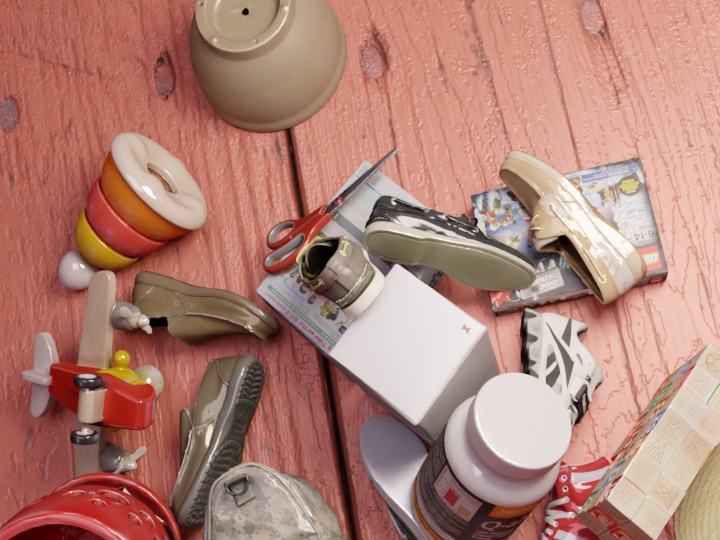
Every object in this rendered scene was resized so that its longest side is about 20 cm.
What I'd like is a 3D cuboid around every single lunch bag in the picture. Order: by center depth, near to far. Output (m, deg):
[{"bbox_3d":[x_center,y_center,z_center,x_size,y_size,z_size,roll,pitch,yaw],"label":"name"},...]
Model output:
[{"bbox_3d":[-0.082,0.284,1.106,0.137,0.200,0.170,-22,74,1],"label":"lunch bag"}]

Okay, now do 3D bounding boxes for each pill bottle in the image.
[{"bbox_3d":[0.125,0.189,1.044,0.114,0.201,0.118,7,55,-10],"label":"pill bottle"}]

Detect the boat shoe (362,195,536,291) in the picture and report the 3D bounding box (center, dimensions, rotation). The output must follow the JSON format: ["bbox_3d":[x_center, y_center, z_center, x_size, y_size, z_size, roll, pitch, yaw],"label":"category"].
[{"bbox_3d":[0.099,-0.034,1.169,0.196,0.075,0.067,12,55,-7],"label":"boat shoe"}]

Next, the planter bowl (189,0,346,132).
[{"bbox_3d":[-0.125,-0.288,1.317,0.196,0.135,0.204,-3,73,11],"label":"planter bowl"}]

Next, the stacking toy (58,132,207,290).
[{"bbox_3d":[-0.295,-0.053,1.305,0.200,0.146,0.147,-42,69,16],"label":"stacking toy"}]

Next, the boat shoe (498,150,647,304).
[{"bbox_3d":[0.214,-0.046,1.163,0.069,0.074,0.200,-42,71,-9],"label":"boat shoe"}]

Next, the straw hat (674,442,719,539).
[{"bbox_3d":[0.411,0.242,1.072,0.197,0.085,0.205,-4,73,11],"label":"straw hat"}]

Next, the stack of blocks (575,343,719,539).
[{"bbox_3d":[0.296,0.180,1.067,0.058,0.116,0.200,38,66,8],"label":"stack of blocks"}]

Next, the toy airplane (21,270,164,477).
[{"bbox_3d":[-0.295,0.133,1.237,0.201,0.139,0.201,-51,53,39],"label":"toy airplane"}]

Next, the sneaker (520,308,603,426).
[{"bbox_3d":[0.214,0.127,1.134,0.087,0.075,0.203,4,53,2],"label":"sneaker"}]

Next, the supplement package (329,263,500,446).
[{"bbox_3d":[0.063,0.097,1.127,0.117,0.200,0.117,36,82,19],"label":"supplement package"}]

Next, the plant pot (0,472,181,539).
[{"bbox_3d":[-0.280,0.315,1.121,0.196,0.183,0.205,1,99,5],"label":"plant pot"}]

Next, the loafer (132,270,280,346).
[{"bbox_3d":[-0.184,0.056,1.262,0.197,0.076,0.069,13,77,26],"label":"loafer"}]

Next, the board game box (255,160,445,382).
[{"bbox_3d":[0.000,0.000,1.243,0.147,0.064,0.201,39,83,20],"label":"board game box"}]

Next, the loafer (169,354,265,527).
[{"bbox_3d":[-0.170,0.189,1.224,0.069,0.075,0.203,12,71,27],"label":"loafer"}]

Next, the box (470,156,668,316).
[{"bbox_3d":[0.232,-0.038,1.217,0.196,0.040,0.139,-13,72,8],"label":"box"}]

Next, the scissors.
[{"bbox_3d":[-0.032,-0.064,1.218,0.198,0.014,0.074,-31,37,17],"label":"scissors"}]

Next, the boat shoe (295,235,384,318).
[{"bbox_3d":[-0.031,-0.006,1.119,0.060,0.202,0.072,41,88,-17],"label":"boat shoe"}]

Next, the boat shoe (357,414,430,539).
[{"bbox_3d":[0.059,0.249,1.153,0.071,0.068,0.201,-28,68,-29],"label":"boat shoe"}]

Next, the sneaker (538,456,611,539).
[{"bbox_3d":[0.199,0.274,1.114,0.198,0.071,0.113,-33,74,-8],"label":"sneaker"}]
